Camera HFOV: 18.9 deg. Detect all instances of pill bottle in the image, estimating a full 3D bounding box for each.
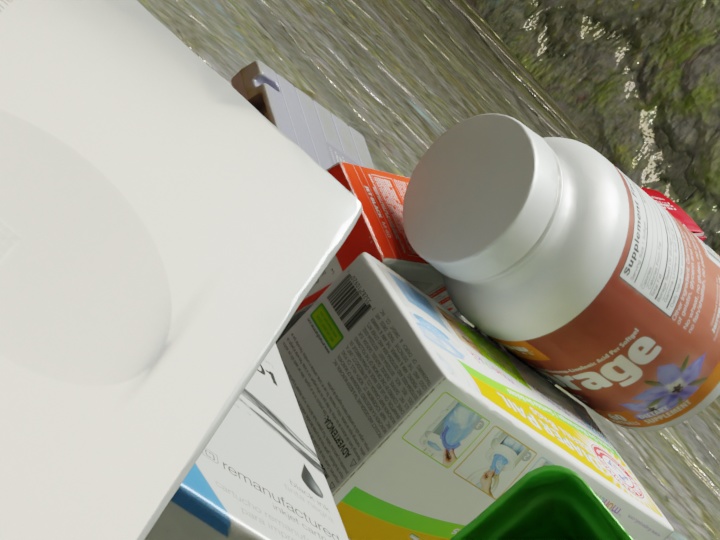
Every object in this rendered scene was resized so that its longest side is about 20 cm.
[{"bbox_3d":[0.114,0.000,1.154,0.200,0.112,0.112,34,15,-42],"label":"pill bottle"}]

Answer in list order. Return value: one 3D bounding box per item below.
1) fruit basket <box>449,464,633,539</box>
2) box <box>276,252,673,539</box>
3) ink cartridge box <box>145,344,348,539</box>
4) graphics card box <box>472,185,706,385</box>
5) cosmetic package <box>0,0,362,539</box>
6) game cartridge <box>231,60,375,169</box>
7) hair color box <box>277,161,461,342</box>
[{"bbox_3d":[0.079,0.189,0.840,0.216,0.155,0.216,51,-5,6],"label":"fruit basket"},{"bbox_3d":[0.050,0.099,1.109,0.200,0.101,0.113,34,14,-40],"label":"box"},{"bbox_3d":[-0.092,0.062,0.799,0.146,0.086,0.200,36,16,-28],"label":"ink cartridge box"},{"bbox_3d":[0.118,0.032,1.331,0.051,0.200,0.125,46,13,12],"label":"graphics card box"},{"bbox_3d":[-0.139,-0.001,0.578,0.200,0.123,0.200,44,42,-9],"label":"cosmetic package"},{"bbox_3d":[-0.017,-0.031,1.407,0.129,0.038,0.201,38,27,-48],"label":"game cartridge"},{"bbox_3d":[0.000,0.000,1.203,0.200,0.110,0.064,11,52,-64],"label":"hair color box"}]
